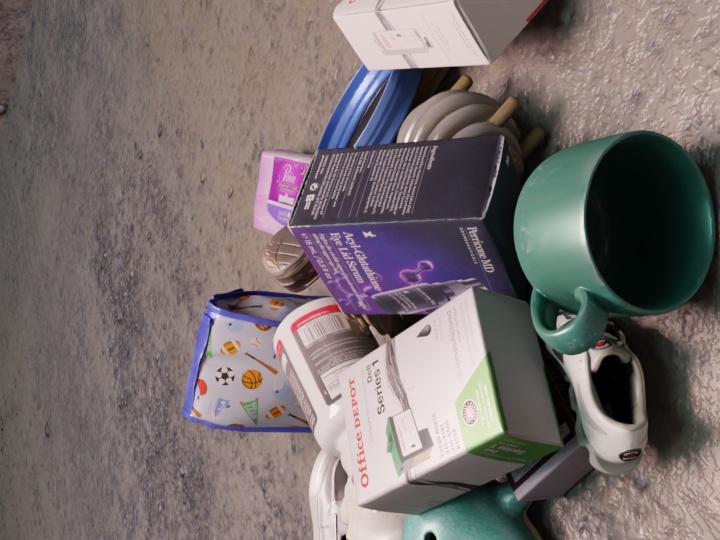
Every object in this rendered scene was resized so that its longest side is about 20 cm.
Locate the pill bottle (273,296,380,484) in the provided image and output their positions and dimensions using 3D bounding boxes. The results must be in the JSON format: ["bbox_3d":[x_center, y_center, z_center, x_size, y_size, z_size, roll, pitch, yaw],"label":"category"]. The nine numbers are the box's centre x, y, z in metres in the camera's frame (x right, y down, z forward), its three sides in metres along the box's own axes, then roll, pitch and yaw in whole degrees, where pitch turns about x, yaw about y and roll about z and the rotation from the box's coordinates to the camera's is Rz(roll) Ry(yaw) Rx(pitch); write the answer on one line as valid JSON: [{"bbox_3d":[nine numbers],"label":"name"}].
[{"bbox_3d":[-0.013,0.135,1.113,0.111,0.111,0.200,-60,44,35],"label":"pill bottle"}]

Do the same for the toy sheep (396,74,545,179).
[{"bbox_3d":[0.105,-0.129,1.055,0.200,0.138,0.138,42,122,57],"label":"toy sheep"}]

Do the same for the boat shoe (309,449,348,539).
[{"bbox_3d":[-0.022,0.321,1.262,0.068,0.072,0.200,-4,76,36],"label":"boat shoe"}]

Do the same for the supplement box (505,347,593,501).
[{"bbox_3d":[0.165,0.112,0.991,0.109,0.061,0.200,-53,46,38],"label":"supplement box"}]

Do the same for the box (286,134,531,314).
[{"bbox_3d":[0.057,-0.039,0.971,0.200,0.148,0.104,-2,52,27],"label":"box"}]

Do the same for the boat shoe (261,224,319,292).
[{"bbox_3d":[-0.038,-0.053,1.256,0.074,0.200,0.073,36,162,39],"label":"boat shoe"}]

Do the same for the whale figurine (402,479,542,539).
[{"bbox_3d":[0.124,0.280,0.984,0.200,0.104,0.159,27,97,42],"label":"whale figurine"}]

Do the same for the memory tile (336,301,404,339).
[{"bbox_3d":[0.000,0.000,1.158,0.017,0.200,0.153,-20,70,16],"label":"memory tile"}]

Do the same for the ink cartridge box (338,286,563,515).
[{"bbox_3d":[0.076,0.128,0.941,0.200,0.084,0.146,-37,50,38],"label":"ink cartridge box"}]

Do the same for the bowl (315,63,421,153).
[{"bbox_3d":[0.007,-0.182,1.197,0.201,0.039,0.201,-53,19,28],"label":"bowl"}]

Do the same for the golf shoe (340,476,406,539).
[{"bbox_3d":[0.017,0.263,1.144,0.200,0.075,0.092,-162,74,-75],"label":"golf shoe"}]

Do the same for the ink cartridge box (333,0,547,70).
[{"bbox_3d":[0.090,-0.288,1.054,0.147,0.083,0.200,-50,33,-20],"label":"ink cartridge box"}]

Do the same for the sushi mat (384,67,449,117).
[{"bbox_3d":[0.087,-0.265,1.197,0.200,0.012,0.096,-56,43,38],"label":"sushi mat"}]

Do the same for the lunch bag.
[{"bbox_3d":[-0.127,0.117,1.318,0.124,0.200,0.170,39,120,52],"label":"lunch bag"}]

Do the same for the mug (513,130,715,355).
[{"bbox_3d":[0.194,-0.029,0.849,0.114,0.185,0.152,-7,104,59],"label":"mug"}]

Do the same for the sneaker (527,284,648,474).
[{"bbox_3d":[0.209,0.071,0.889,0.089,0.074,0.200,92,162,-57],"label":"sneaker"}]

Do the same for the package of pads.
[{"bbox_3d":[-0.074,-0.099,1.373,0.200,0.076,0.121,20,106,57],"label":"package of pads"}]
